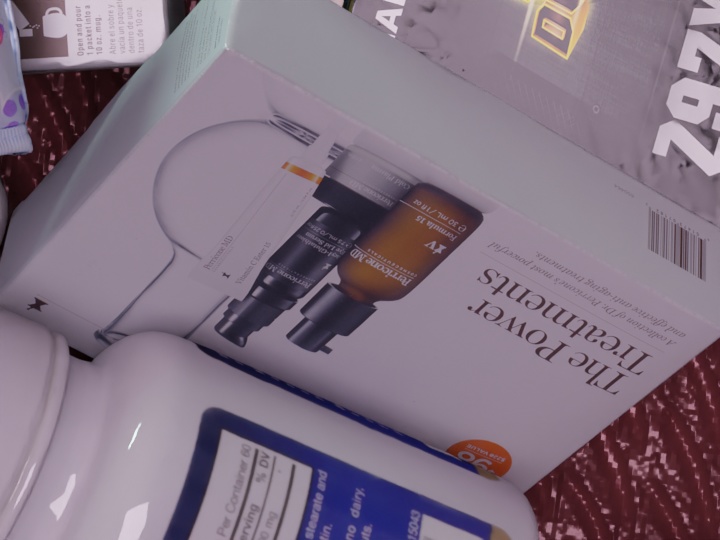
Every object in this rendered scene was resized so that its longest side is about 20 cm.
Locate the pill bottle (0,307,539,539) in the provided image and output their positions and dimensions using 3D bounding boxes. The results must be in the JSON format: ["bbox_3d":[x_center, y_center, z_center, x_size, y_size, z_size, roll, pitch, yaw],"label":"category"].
[{"bbox_3d":[-0.054,0.089,0.861,0.200,0.120,0.120,25,94,-17],"label":"pill bottle"}]

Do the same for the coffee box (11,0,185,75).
[{"bbox_3d":[-0.164,-0.105,0.907,0.200,0.114,0.080,-3,95,-1],"label":"coffee box"}]

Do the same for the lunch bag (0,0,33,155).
[{"bbox_3d":[-0.209,-0.101,0.790,0.200,0.127,0.170,-8,97,-6],"label":"lunch bag"}]

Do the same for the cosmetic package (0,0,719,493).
[{"bbox_3d":[0.000,0.000,0.883,0.200,0.052,0.151,28,134,-21],"label":"cosmetic package"}]

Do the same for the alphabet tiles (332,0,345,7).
[{"bbox_3d":[0.053,-0.070,0.966,0.200,0.006,0.166,44,92,-4],"label":"alphabet tiles"}]

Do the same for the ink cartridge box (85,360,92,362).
[{"bbox_3d":[-0.139,0.121,0.897,0.162,0.050,0.200,8,51,-31],"label":"ink cartridge box"}]

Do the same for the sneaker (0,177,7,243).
[{"bbox_3d":[-0.216,0.015,0.934,0.200,0.081,0.075,-30,93,0],"label":"sneaker"}]

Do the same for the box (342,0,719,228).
[{"bbox_3d":[0.085,-0.125,0.935,0.160,0.049,0.200,17,90,-6],"label":"box"}]
